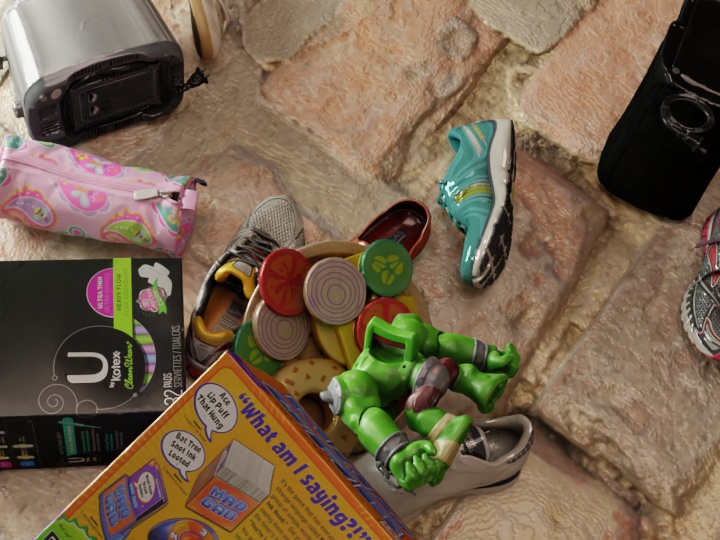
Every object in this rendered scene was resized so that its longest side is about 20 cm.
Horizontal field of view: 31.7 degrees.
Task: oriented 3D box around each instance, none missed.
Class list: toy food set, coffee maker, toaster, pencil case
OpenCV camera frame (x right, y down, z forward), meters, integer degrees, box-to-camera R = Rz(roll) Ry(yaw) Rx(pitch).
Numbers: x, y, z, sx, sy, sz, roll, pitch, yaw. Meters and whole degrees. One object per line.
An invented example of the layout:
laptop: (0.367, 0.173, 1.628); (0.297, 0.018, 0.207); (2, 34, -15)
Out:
toy food set: (-0.020, 0.068, 1.152); (0.198, 0.049, 0.200); (-20, 92, -23)
coffee maker: (0.317, -0.149, 1.282); (0.191, 0.201, 0.135); (-36, 70, -28)
toaster: (-0.264, -0.216, 1.267); (0.198, 0.114, 0.130); (-22, 65, -18)
pencil case: (-0.252, -0.071, 1.206); (0.197, 0.088, 0.088); (13, 60, -2)

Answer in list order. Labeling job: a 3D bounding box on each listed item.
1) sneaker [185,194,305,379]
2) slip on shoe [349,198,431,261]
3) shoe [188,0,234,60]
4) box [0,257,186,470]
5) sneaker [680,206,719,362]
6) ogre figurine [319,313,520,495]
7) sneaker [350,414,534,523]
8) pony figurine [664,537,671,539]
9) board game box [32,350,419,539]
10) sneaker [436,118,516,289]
sneaker: (-0.102, 0.008, 1.190); (0.077, 0.082, 0.202); (21, 59, 3)
slip on shoe: (0.000, 0.000, 1.225); (0.074, 0.061, 0.200); (40, 64, 11)
shoe: (-0.162, -0.313, 1.361); (0.053, 0.070, 0.202); (-7, 61, -5)
box: (-0.252, 0.082, 1.098); (0.197, 0.125, 0.150); (-1, 61, -10)
sneaker: (0.376, 0.001, 1.284); (0.080, 0.075, 0.202); (14, 61, -2)
ogre figurine: (0.050, 0.099, 1.084); (0.119, 0.099, 0.200); (31, 59, 16)
sneaker: (0.061, 0.172, 1.131); (0.198, 0.081, 0.077); (-17, 67, -17)
pony figurine: (0.200, 0.325, 1.047); (0.197, 0.167, 0.195); (-9, 54, 3)
board game box: (-0.086, 0.216, 0.976); (0.200, 0.200, 0.200); (-43, 74, -2)
sneaker: (0.116, -0.068, 1.289); (0.079, 0.078, 0.202); (-1, 55, 12)
